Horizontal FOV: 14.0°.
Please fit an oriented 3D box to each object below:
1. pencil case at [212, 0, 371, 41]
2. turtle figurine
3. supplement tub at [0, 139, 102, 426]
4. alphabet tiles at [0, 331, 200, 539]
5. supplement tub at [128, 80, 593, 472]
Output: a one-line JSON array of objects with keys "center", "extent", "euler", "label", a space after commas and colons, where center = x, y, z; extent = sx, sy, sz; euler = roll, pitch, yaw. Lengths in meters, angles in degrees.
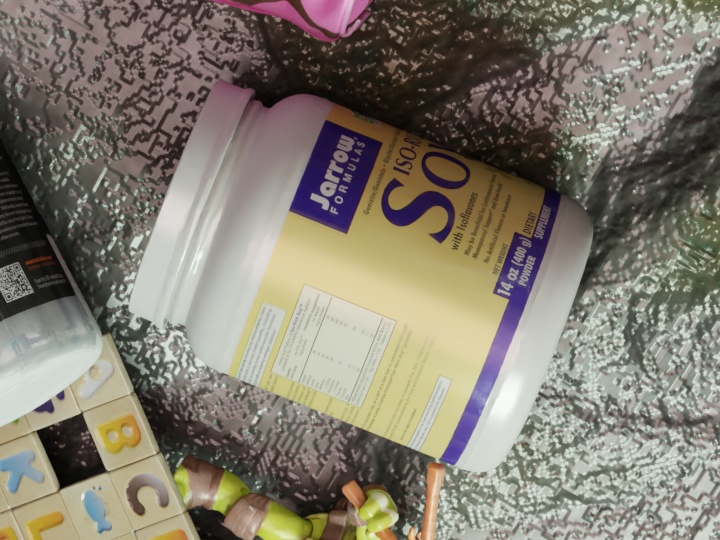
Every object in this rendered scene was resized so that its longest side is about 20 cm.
[{"center": [-0.081, -0.169, 1.438], "extent": [0.199, 0.091, 0.094], "euler": [13, 102, 0], "label": "pencil case"}, {"center": [-0.022, 0.143, 1.522], "extent": [0.160, 0.065, 0.201], "euler": [16, 137, 8], "label": "turtle figurine"}, {"center": [-0.222, -0.019, 1.459], "extent": [0.122, 0.122, 0.201], "euler": [-30, 82, 13], "label": "supplement tub"}, {"center": [-0.156, 0.150, 1.535], "extent": [0.166, 0.008, 0.201], "euler": [-22, 94, 29], "label": "alphabet tiles"}, {"center": [0.000, 0.000, 1.445], "extent": [0.199, 0.145, 0.146], "euler": [22, 107, -1], "label": "supplement tub"}]
